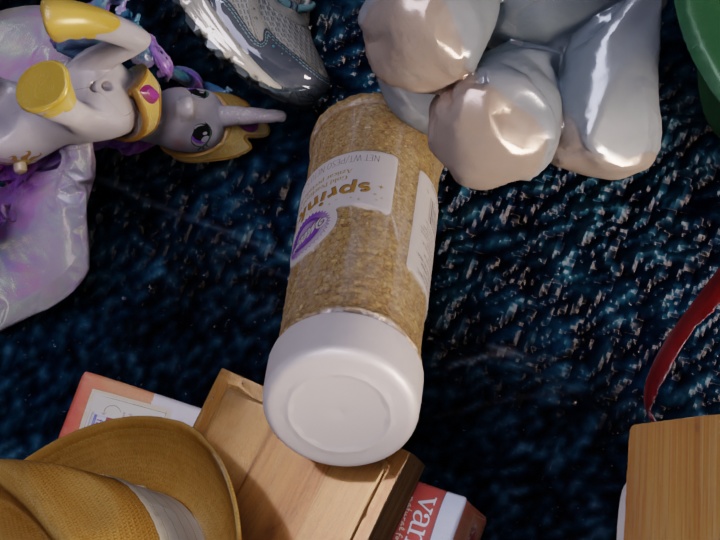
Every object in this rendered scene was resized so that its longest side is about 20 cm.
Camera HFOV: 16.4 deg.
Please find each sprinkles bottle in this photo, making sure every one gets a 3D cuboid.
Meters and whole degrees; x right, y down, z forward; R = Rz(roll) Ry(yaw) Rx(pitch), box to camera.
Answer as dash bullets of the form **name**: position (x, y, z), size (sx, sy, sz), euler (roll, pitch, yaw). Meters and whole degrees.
- **sprinkles bottle**: position (0.000, 0.000, 1.135), size (0.068, 0.068, 0.200), euler (-6, 36, 11)

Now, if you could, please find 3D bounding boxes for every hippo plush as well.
- **hippo plush**: position (0.053, -0.135, 1.114), size (0.159, 0.161, 0.200), euler (19, 87, -27)

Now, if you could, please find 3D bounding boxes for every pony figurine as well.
- **pony figurine**: position (-0.158, -0.069, 1.199), size (0.193, 0.200, 0.167), euler (-13, 77, 25)

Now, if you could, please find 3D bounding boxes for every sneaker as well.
- **sneaker**: position (-0.057, -0.171, 1.236), size (0.086, 0.078, 0.200), euler (-34, 65, 15)

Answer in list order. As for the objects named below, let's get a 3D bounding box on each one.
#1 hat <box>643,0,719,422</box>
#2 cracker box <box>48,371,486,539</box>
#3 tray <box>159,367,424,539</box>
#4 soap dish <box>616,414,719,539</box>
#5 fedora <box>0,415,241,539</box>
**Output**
- **hat**: position (0.185, -0.074, 1.101), size (0.200, 0.176, 0.166), euler (-29, 76, -22)
- **cracker box**: position (-0.057, 0.142, 1.160), size (0.200, 0.058, 0.134), euler (17, 79, 18)
- **tray**: position (-0.060, 0.154, 1.108), size (0.099, 0.037, 0.200), euler (23, 82, 19)
- **soap dish**: position (0.181, 0.163, 1.023), size (0.157, 0.081, 0.200), euler (24, 48, -18)
- **fedora**: position (-0.142, 0.138, 1.076), size (0.201, 0.082, 0.201), euler (-22, 53, 32)
